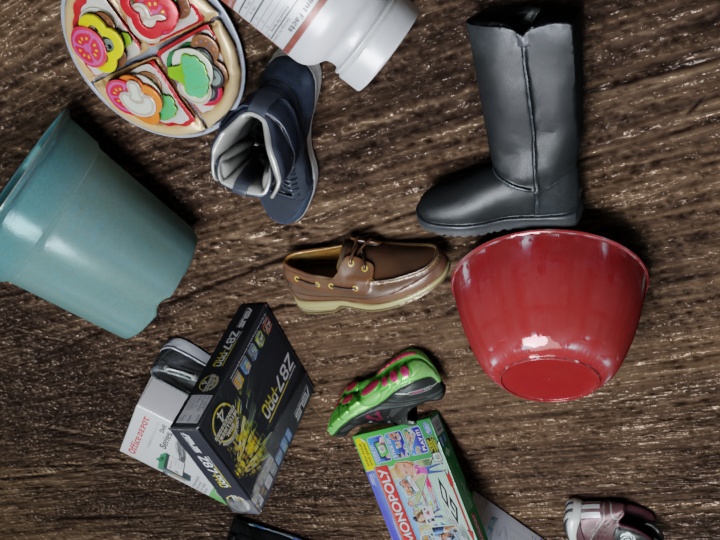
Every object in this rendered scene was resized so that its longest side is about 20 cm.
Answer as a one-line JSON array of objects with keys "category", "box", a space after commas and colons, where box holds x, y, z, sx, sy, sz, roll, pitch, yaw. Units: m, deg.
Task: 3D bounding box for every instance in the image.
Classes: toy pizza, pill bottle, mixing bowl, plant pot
[{"category": "toy pizza", "box": [-0.209, -0.214, 0.799, 0.197, 0.032, 0.202, 11, 133, 12]}, {"category": "pill bottle", "box": [-0.053, -0.242, 0.656, 0.199, 0.113, 0.112, 37, 133, -14]}, {"category": "mixing bowl", "box": [0.187, 0.061, 0.803, 0.197, 0.110, 0.201, 5, 148, 3]}, {"category": "plant pot", "box": [-0.300, -0.036, 0.896, 0.195, 0.202, 0.199, 37, 134, -25]}]

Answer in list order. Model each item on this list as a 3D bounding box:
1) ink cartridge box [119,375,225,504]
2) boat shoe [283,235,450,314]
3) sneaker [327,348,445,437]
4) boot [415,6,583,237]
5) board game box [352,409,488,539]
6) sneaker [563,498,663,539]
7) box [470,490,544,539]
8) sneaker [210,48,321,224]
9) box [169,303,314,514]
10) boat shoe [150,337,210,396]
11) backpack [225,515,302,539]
[{"category": "ink cartridge box", "box": [-0.239, 0.245, 1.191, 0.198, 0.085, 0.147, 27, 134, -5]}, {"category": "boat shoe", "box": [0.000, 0.000, 0.883, 0.198, 0.072, 0.068, -8, 129, 31]}, {"category": "sneaker", "box": [0.028, 0.174, 1.028, 0.084, 0.077, 0.199, 43, 133, -13]}, {"category": "boot", "box": [0.116, -0.129, 0.723, 0.162, 0.066, 0.201, -4, 133, 13]}, {"category": "board game box", "box": [0.081, 0.299, 1.089, 0.134, 0.029, 0.202, -21, 91, 34]}, {"category": "sneaker", "box": [0.357, 0.382, 1.091, 0.114, 0.076, 0.201, -15, 123, 28]}, {"category": "box", "box": [0.164, 0.442, 1.204, 0.176, 0.097, 0.200, 35, 133, -12]}, {"category": "sneaker", "box": [-0.091, -0.094, 0.784, 0.076, 0.147, 0.204, 13, 136, 7]}, {"category": "box", "box": [-0.138, 0.168, 0.999, 0.049, 0.201, 0.162, -4, 129, 26]}, {"category": "boat shoe", "box": [-0.194, 0.169, 1.116, 0.198, 0.068, 0.074, 35, 134, -12]}, {"category": "backpack", "box": [-0.132, 0.523, 1.366, 0.197, 0.165, 0.155, 2, 140, 10]}]
